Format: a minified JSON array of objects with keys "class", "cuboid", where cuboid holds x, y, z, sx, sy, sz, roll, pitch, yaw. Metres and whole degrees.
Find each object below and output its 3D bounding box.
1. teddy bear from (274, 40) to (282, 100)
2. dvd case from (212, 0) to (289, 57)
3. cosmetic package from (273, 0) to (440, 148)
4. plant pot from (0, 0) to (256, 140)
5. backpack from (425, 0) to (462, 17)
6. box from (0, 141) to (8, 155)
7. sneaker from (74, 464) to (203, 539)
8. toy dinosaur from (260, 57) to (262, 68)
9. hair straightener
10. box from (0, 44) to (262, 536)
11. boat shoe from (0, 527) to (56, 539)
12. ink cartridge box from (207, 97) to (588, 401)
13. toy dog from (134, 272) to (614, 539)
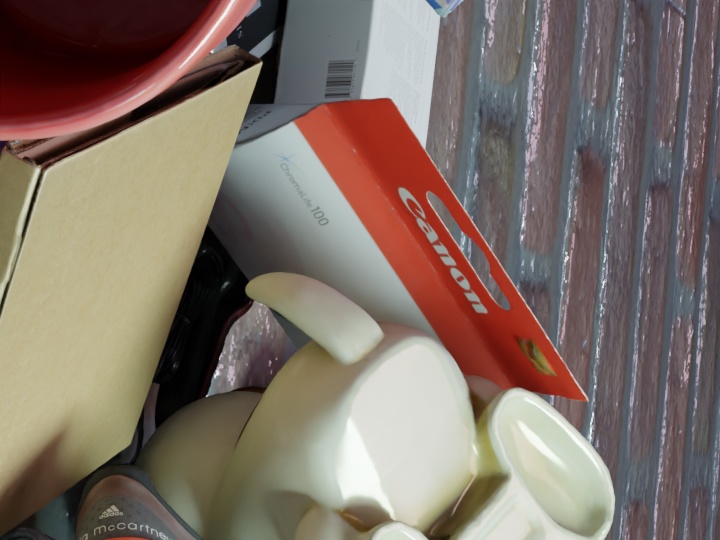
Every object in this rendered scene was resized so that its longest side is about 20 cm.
[{"class":"teddy bear","cuboid":[-0.006,-0.077,1.285,0.200,0.066,0.146,83,9,-70]},{"class":"dvd case","cuboid":[-0.047,-0.187,1.133,0.200,0.025,0.151,-50,137,-58]},{"class":"cosmetic package","cuboid":[0.005,-0.157,1.163,0.083,0.050,0.201,36,57,-60]},{"class":"plant pot","cuboid":[-0.108,-0.145,0.873,0.177,0.199,0.202,-15,108,-81]},{"class":"backpack","cuboid":[0.043,-0.219,1.013,0.200,0.150,0.178,-53,-174,46]},{"class":"box","cuboid":[-0.116,-0.089,1.057,0.137,0.039,0.201,67,33,-53]},{"class":"sneaker","cuboid":[-0.072,0.154,1.019,0.200,0.077,0.082,76,6,-46]},{"class":"toy dinosaur","cuboid":[-0.049,-0.177,1.232,0.200,0.047,0.088,-69,158,-47]},{"class":"hair straightener","cuboid":[-0.088,0.013,1.175,0.077,0.041,0.201,65,38,-47]},{"class":"box","cuboid":[-0.113,0.017,0.966,0.163,0.021,0.201,-35,150,-57]},{"class":"boat shoe","cuboid":[-0.142,0.205,0.988,0.068,0.071,0.201,56,39,-63]},{"class":"ink cartridge box","cuboid":[0.000,0.000,1.081,0.057,0.200,0.163,-38,106,-12]},{"class":"toy dog","cuboid":[-0.027,0.101,1.060,0.194,0.200,0.140,48,56,-19]}]
